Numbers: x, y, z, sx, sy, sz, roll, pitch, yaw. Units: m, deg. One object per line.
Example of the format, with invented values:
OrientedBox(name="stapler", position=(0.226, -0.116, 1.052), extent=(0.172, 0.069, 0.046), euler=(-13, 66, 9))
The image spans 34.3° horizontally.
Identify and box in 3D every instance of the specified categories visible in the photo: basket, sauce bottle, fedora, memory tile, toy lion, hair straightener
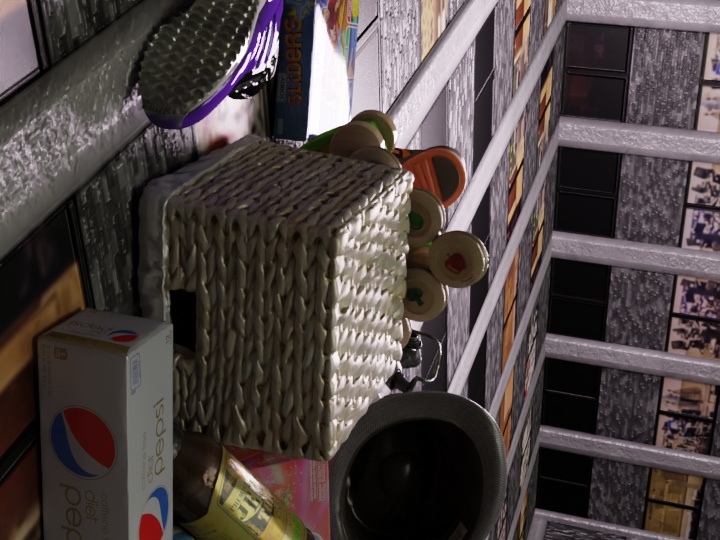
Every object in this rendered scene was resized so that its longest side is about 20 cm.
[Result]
OrientedBox(name="basket", position=(-0.063, 0.016, 0.920), extent=(0.200, 0.159, 0.201), euler=(-43, 139, -63))
OrientedBox(name="sauce bottle", position=(-0.111, 0.166, 0.865), extent=(0.200, 0.064, 0.065), euler=(49, 44, -30))
OrientedBox(name="fedora", position=(0.040, 0.184, 1.062), extent=(0.090, 0.175, 0.203), euler=(-125, -151, -68))
OrientedBox(name="memory tile", position=(0.000, 0.000, 1.013), extent=(0.200, 0.153, 0.017), euler=(-44, -179, 31))
OrientedBox(name="toy lion", position=(-0.019, -0.017, 1.054), extent=(0.201, 0.190, 0.069), euler=(60, 23, -11))
OrientedBox(name="hair straightener", position=(0.015, 0.049, 1.132), extent=(0.077, 0.200, 0.041), euler=(-45, 133, -5))

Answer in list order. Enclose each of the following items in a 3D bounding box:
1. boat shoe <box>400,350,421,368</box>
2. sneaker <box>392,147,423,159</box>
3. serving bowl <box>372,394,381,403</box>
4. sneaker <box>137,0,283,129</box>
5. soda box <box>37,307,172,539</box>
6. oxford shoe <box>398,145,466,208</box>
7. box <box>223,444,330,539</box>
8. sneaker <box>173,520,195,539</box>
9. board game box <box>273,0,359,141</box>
OrientedBox(name="boat shoe", position=(0.015, 0.027, 1.230), extent=(0.201, 0.060, 0.074), euler=(-108, -166, -46))
OrientedBox(name="sneaker", position=(0.031, -0.082, 1.222), extent=(0.200, 0.111, 0.079), euler=(105, -3, -83))
OrientedBox(name="serving bowl", position=(-0.042, 0.166, 1.152), extent=(0.200, 0.065, 0.202), euler=(42, 37, -42))
OrientedBox(name="sneaker", position=(-0.098, -0.158, 0.870), extent=(0.100, 0.069, 0.201), euler=(83, 23, -49))
OrientedBox(name="soda box", position=(-0.168, 0.132, 0.774), extent=(0.064, 0.067, 0.203), euler=(-40, 136, -65))
OrientedBox(name="oxford shoe", position=(0.011, -0.058, 1.102), extent=(0.073, 0.198, 0.072), euler=(-66, 133, -72))
OrientedBox(name="box", position=(-0.082, 0.218, 0.998), extent=(0.103, 0.093, 0.202), euler=(-125, -150, -59))
OrientedBox(name="sneaker", position=(-0.141, 0.256, 0.924), extent=(0.201, 0.072, 0.073), euler=(76, 27, -55))
OrientedBox(name="board game box", position=(-0.037, -0.226, 1.104), extent=(0.135, 0.034, 0.203), euler=(-24, 120, -71))
